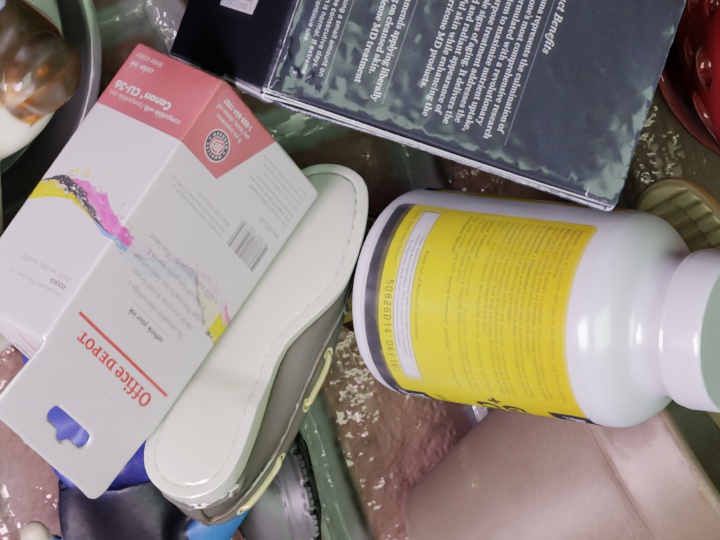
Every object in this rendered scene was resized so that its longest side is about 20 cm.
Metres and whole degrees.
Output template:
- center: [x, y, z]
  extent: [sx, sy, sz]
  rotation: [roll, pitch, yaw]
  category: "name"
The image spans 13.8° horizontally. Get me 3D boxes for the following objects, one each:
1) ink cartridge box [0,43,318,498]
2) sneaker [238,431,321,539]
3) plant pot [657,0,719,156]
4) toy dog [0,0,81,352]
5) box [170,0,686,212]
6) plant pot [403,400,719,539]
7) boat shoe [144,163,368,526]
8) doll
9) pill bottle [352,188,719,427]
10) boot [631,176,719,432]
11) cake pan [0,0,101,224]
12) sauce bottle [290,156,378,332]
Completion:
- center: [-0.121, 0.002, 1.495]
  extent: [0.200, 0.067, 0.116]
  rotation: [-56, 143, -12]
  category: "ink cartridge box"
- center: [-0.076, 0.094, 1.644]
  extent: [0.091, 0.076, 0.200]
  rotation: [-17, 102, -1]
  category: "sneaker"
- center: [0.265, -0.131, 1.612]
  extent: [0.200, 0.183, 0.201]
  rotation: [-4, 106, -14]
  category: "plant pot"
- center: [-0.216, -0.050, 1.486]
  extent: [0.194, 0.140, 0.200]
  rotation: [20, 98, -29]
  category: "toy dog"
- center: [0.030, -0.125, 1.535]
  extent: [0.196, 0.200, 0.124]
  rotation: [19, 93, -20]
  category: "box"
- center: [0.124, 0.133, 1.653]
  extent: [0.175, 0.200, 0.200]
  rotation: [-31, 111, 12]
  category: "plant pot"
- center: [-0.049, 0.039, 1.554]
  extent: [0.202, 0.072, 0.060]
  rotation: [-64, 155, -18]
  category: "boat shoe"
- center: [-0.120, 0.117, 1.595]
  extent: [0.136, 0.048, 0.200]
  rotation: [-12, 102, 8]
  category: "doll"
- center: [0.104, 0.021, 1.526]
  extent: [0.112, 0.200, 0.112]
  rotation: [-16, 110, -54]
  category: "pill bottle"
- center: [0.202, 0.017, 1.651]
  extent: [0.072, 0.166, 0.200]
  rotation: [-19, 108, 16]
  category: "boot"
- center: [-0.237, -0.111, 1.554]
  extent: [0.200, 0.037, 0.200]
  rotation: [-4, 106, -14]
  category: "cake pan"
- center: [0.000, 0.000, 1.638]
  extent: [0.200, 0.066, 0.066]
  rotation: [32, 94, -23]
  category: "sauce bottle"
